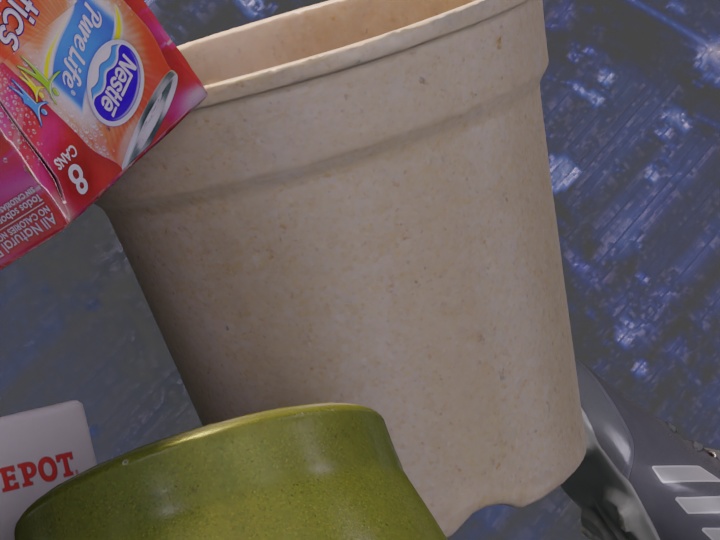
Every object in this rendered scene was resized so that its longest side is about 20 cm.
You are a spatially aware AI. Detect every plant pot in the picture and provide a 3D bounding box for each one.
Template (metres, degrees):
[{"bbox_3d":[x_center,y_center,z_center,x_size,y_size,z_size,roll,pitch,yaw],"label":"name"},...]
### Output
[{"bbox_3d":[0.000,0.000,1.038,0.199,0.200,0.185,-22,101,-26],"label":"plant pot"},{"bbox_3d":[-0.027,0.153,0.908,0.199,0.200,0.194,-11,74,-26],"label":"plant pot"}]

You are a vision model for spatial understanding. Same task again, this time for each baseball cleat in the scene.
[{"bbox_3d":[0.149,0.096,1.137,0.106,0.070,0.200,-41,99,-17],"label":"baseball cleat"}]

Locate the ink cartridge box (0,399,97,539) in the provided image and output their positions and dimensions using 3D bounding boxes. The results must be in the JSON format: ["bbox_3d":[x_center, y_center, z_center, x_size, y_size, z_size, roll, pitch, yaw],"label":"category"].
[{"bbox_3d":[-0.145,0.156,0.959,0.146,0.084,0.201,-11,86,-57],"label":"ink cartridge box"}]

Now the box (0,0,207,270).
[{"bbox_3d":[-0.163,-0.035,0.935,0.096,0.199,0.100,55,37,-10],"label":"box"}]
